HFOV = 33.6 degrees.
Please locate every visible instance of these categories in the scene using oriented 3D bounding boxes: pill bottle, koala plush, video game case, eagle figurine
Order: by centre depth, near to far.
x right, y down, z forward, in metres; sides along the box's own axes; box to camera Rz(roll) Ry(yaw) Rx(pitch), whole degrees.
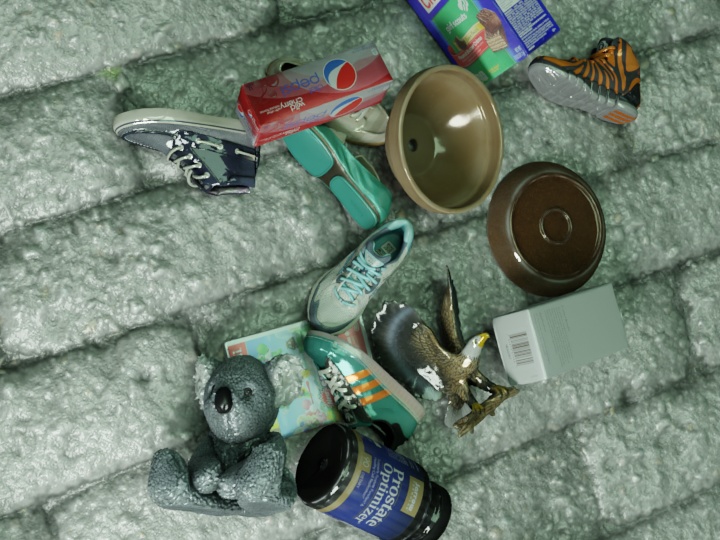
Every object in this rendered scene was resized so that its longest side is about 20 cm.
[{"bbox_3d":[-0.153,0.199,1.488,0.175,0.184,0.203,-6,71,18],"label":"koala plush"},{"bbox_3d":[0.021,0.285,1.548,0.199,0.111,0.113,31,73,-31],"label":"pill bottle"},{"bbox_3d":[-0.074,0.141,1.595,0.198,0.017,0.145,-15,89,-21],"label":"video game case"},{"bbox_3d":[0.121,0.112,1.617,0.151,0.152,0.200,-43,76,10],"label":"eagle figurine"}]

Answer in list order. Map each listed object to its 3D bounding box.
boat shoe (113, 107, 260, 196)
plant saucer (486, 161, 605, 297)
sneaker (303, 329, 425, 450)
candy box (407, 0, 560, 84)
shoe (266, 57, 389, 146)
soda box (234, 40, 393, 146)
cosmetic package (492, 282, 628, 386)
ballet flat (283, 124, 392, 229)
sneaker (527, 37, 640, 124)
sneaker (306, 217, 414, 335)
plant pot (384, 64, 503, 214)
[{"bbox_3d":[-0.221,-0.151,1.546,0.198,0.075,0.094,3,75,-21],"label":"boat shoe"},{"bbox_3d":[0.280,-0.064,1.743,0.198,0.034,0.203,3,81,-19],"label":"plant saucer"},{"bbox_3d":[-0.005,0.161,1.570,0.200,0.071,0.080,40,68,-13],"label":"sneaker"},{"bbox_3d":[0.160,-0.373,1.665,0.077,0.169,0.201,-38,96,-24],"label":"candy box"},{"bbox_3d":[-0.037,-0.232,1.636,0.198,0.053,0.071,27,75,-15],"label":"shoe"},{"bbox_3d":[-0.061,-0.231,1.558,0.198,0.070,0.064,-23,78,-20],"label":"soda box"},{"bbox_3d":[0.283,0.088,1.673,0.199,0.074,0.103,-12,87,-43],"label":"cosmetic package"},{"bbox_3d":[-0.030,-0.146,1.631,0.200,0.067,0.071,48,46,-9],"label":"ballet flat"},{"bbox_3d":[0.337,-0.302,1.779,0.198,0.077,0.113,19,73,-28],"label":"sneaker"},{"bbox_3d":[0.000,0.000,1.595,0.077,0.086,0.200,38,67,3],"label":"sneaker"},{"bbox_3d":[0.098,-0.177,1.644,0.199,0.092,0.204,0,89,-41],"label":"plant pot"}]
